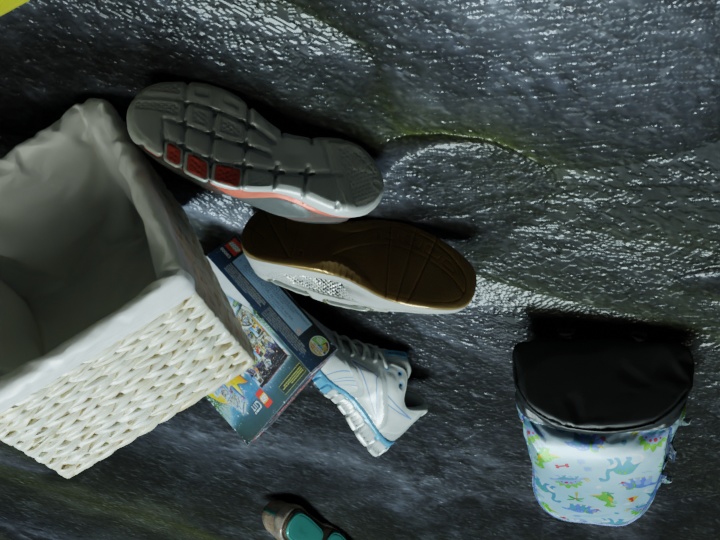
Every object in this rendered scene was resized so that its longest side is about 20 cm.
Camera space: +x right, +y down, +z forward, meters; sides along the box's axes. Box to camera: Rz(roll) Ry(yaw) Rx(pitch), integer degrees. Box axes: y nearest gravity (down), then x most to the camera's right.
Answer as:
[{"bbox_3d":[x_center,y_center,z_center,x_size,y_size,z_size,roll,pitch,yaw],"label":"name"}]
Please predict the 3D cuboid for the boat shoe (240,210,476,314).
[{"bbox_3d":[0.000,0.000,1.044,0.198,0.071,0.069,15,152,12],"label":"boat shoe"}]

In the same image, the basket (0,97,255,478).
[{"bbox_3d":[-0.214,0.017,0.965,0.199,0.199,0.161,-32,146,3],"label":"basket"}]

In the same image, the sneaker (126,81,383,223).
[{"bbox_3d":[-0.086,-0.074,0.946,0.199,0.078,0.082,21,155,-13],"label":"sneaker"}]

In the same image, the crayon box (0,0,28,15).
[{"bbox_3d":[-0.289,-0.211,0.811,0.199,0.051,0.127,-13,141,37],"label":"crayon box"}]

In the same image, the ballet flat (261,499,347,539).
[{"bbox_3d":[-0.070,0.361,1.677,0.067,0.068,0.200,13,150,38],"label":"ballet flat"}]

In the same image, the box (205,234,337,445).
[{"bbox_3d":[-0.110,0.070,1.159,0.137,0.038,0.200,47,147,5],"label":"box"}]

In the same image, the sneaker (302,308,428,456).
[{"bbox_3d":[-0.001,0.091,1.208,0.086,0.075,0.200,-33,128,7],"label":"sneaker"}]

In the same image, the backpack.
[{"bbox_3d":[0.219,0.151,1.161,0.162,0.155,0.200,1,161,5],"label":"backpack"}]
